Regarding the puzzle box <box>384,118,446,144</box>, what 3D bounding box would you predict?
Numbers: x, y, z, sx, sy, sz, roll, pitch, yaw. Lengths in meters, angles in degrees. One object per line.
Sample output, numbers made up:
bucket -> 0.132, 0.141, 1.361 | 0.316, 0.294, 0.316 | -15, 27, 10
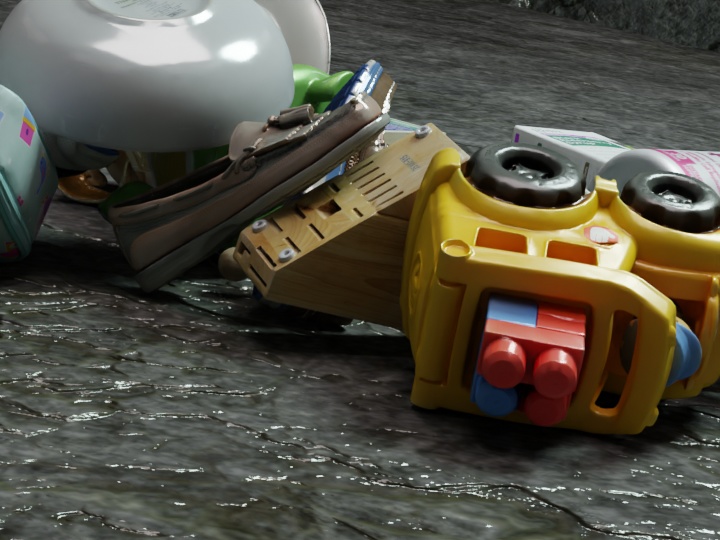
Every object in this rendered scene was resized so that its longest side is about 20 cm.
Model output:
puzzle box -> -0.049, -0.114, 1.752 | 0.133, 0.025, 0.200 | -2, 14, -44

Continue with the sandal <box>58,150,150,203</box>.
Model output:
sandal -> -0.199, -0.084, 1.685 | 0.070, 0.078, 0.212 | -30, 7, -17

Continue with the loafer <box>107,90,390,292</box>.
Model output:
loafer -> -0.075, -0.059, 1.389 | 0.200, 0.063, 0.072 | -34, 2, 24

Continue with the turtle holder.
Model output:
turtle holder -> -0.085, -0.063, 1.558 | 0.132, 0.186, 0.141 | 11, -31, 37

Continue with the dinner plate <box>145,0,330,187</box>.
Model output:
dinner plate -> -0.105, -0.138, 1.706 | 0.200, 0.200, 0.024 | 20, -6, 44

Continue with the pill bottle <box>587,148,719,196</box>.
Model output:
pill bottle -> 0.268, -0.031, 1.658 | 0.200, 0.113, 0.113 | -1, 15, -39

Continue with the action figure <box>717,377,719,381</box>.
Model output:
action figure -> 0.256, 0.034, 1.366 | 0.200, 0.130, 0.069 | 27, 59, 23

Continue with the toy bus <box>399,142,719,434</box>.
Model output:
toy bus -> 0.122, 0.029, 1.253 | 0.200, 0.136, 0.192 | 10, 25, -2

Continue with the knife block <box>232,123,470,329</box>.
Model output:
knife block -> 0.045, 0.010, 1.386 | 0.200, 0.176, 0.064 | -30, 31, -8

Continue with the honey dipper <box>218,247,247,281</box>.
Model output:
honey dipper -> 0.000, 0.000, 1.492 | 0.200, 0.038, 0.038 | 5, 12, -23

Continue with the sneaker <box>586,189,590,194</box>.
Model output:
sneaker -> 0.096, -0.041, 1.496 | 0.200, 0.081, 0.077 | 25, 30, 18

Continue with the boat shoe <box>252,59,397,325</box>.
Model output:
boat shoe -> -0.008, -0.046, 1.461 | 0.072, 0.200, 0.072 | 28, -31, -12

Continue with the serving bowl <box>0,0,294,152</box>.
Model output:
serving bowl -> -0.140, -0.151, 1.467 | 0.200, 0.066, 0.200 | 5, 31, -3

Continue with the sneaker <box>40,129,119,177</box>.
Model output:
sneaker -> -0.222, -0.087, 1.565 | 0.146, 0.081, 0.200 | 7, -14, -1

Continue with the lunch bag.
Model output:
lunch bag -> -0.298, -0.078, 1.402 | 0.200, 0.077, 0.160 | 13, -22, 10

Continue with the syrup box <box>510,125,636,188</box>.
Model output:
syrup box -> 0.196, -0.060, 1.834 | 0.079, 0.082, 0.200 | 4, 13, -26
